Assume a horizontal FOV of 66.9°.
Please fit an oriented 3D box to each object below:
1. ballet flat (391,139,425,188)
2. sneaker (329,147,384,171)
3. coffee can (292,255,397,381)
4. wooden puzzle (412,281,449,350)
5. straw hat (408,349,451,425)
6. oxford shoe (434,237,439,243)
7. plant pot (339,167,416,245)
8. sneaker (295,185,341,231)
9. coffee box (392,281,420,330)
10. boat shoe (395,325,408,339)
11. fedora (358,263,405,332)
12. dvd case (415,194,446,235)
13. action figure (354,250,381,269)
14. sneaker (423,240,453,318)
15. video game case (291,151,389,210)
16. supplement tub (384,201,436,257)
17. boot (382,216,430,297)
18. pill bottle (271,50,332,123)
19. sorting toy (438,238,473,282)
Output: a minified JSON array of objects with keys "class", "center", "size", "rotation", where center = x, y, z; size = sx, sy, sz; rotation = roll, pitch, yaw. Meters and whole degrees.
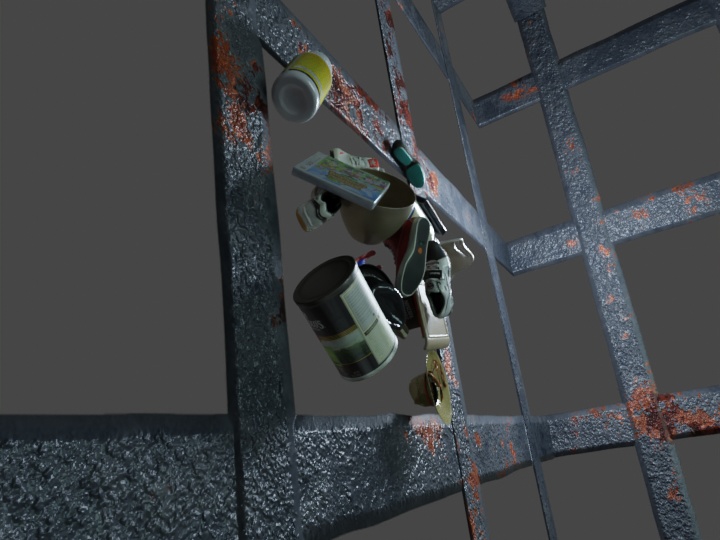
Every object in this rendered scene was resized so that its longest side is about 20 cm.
[{"class":"ballet flat","center":[0.171,-0.379,1.904],"size":[0.201,0.066,0.070],"rotation":[51,24,-39]},{"class":"sneaker","center":[-0.005,-0.282,1.446],"size":[0.198,0.091,0.073],"rotation":[25,52,-58]},{"class":"coffee can","center":[-0.027,0.097,1.102],"size":[0.204,0.142,0.148],"rotation":[60,28,-24]},{"class":"wooden puzzle","center":[0.188,0.111,1.489],"size":[0.183,0.036,0.208],"rotation":[11,69,-62]},{"class":"straw hat","center":[0.175,0.318,1.455],"size":[0.202,0.083,0.206],"rotation":[54,27,-43]},{"class":"oxford shoe","center":[0.202,-0.002,1.653],"size":[0.071,0.069,0.207],"rotation":[-37,136,-59]},{"class":"plant pot","center":[0.028,-0.147,1.356],"size":[0.202,0.194,0.138],"rotation":[-62,170,-56]},{"class":"sneaker","center":[-0.072,-0.153,1.235],"size":[0.077,0.085,0.202],"rotation":[59,27,-21]},{"class":"coffee box","center":[0.145,0.079,1.546],"size":[0.116,0.078,0.200],"rotation":[68,26,-10]},{"class":"boat shoe","center":[0.077,0.095,1.375],"size":[0.076,0.074,0.203],"rotation":[-51,132,-13]},{"class":"fedora","center":[0.041,0.085,1.240],"size":[0.196,0.090,0.209],"rotation":[-3,95,-42]},{"class":"dvd case","center":[0.158,-0.187,1.643],"size":[0.025,0.198,0.151],"rotation":[-49,133,-8]},{"class":"action figure","center":[0.000,0.000,1.337],"size":[0.199,0.050,0.067],"rotation":[-36,107,-61]},{"class":"sneaker","center":[0.198,0.024,1.423],"size":[0.088,0.072,0.208],"rotation":[-12,89,-65]},{"class":"video game case","center":[-0.039,-0.209,1.243],"size":[0.195,0.023,0.183],"rotation":[24,26,5]},{"class":"supplement tub","center":[0.125,-0.120,1.553],"size":[0.201,0.141,0.149],"rotation":[48,34,-41]},{"class":"boot","center":[0.097,-0.033,1.385],"size":[0.071,0.142,0.207],"rotation":[23,75,-37]},{"class":"pill bottle","center":[-0.127,-0.434,1.265],"size":[0.114,0.109,0.203],"rotation":[57,30,-28]},{"class":"sorting toy","center":[0.266,-0.043,1.756],"size":[0.200,0.175,0.110],"rotation":[48,35,-42]}]
